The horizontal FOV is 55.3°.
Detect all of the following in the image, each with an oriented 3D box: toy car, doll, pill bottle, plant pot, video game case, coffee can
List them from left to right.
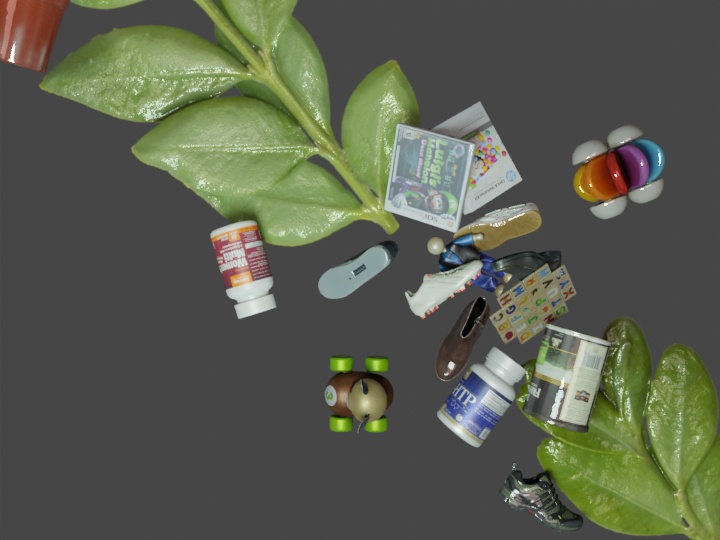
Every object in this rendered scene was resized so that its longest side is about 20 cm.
[{"bbox_3d":[-0.749,-0.552,1.507,0.199,0.201,0.197,17,99,1],"label":"plant pot"},{"bbox_3d":[-0.257,-0.003,1.534,0.108,0.110,0.202,-16,90,1],"label":"pill bottle"},{"bbox_3d":[-0.004,0.279,1.486,0.156,0.200,0.167,0,90,1],"label":"toy car"},{"bbox_3d":[0.147,-0.202,1.497,0.180,0.023,0.202,20,118,22],"label":"video game case"},{"bbox_3d":[0.241,-0.023,1.541,0.198,0.049,0.137,26,116,-3],"label":"doll"},{"bbox_3d":[0.272,0.275,1.521,0.119,0.120,0.201,36,91,1],"label":"pill bottle"},{"bbox_3d":[0.451,0.232,1.504,0.145,0.146,0.202,16,90,1],"label":"coffee can"},{"bbox_3d":[0.570,-0.219,1.494,0.198,0.150,0.177,-23,90,1],"label":"toy car"}]

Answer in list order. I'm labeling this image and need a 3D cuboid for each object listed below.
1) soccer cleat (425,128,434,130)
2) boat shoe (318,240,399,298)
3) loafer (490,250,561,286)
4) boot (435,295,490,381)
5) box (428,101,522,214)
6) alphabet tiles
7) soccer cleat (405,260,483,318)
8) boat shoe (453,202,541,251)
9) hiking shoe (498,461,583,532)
[{"bbox_3d":[0.184,-0.222,1.546,0.083,0.065,0.202,-16,90,-1],"label":"soccer cleat"},{"bbox_3d":[0.000,0.000,1.554,0.199,0.091,0.071,-29,89,28],"label":"boat shoe"},{"bbox_3d":[0.368,-0.002,1.500,0.198,0.073,0.073,-3,83,-30],"label":"loafer"},{"bbox_3d":[0.217,0.148,1.494,0.072,0.166,0.201,29,87,14],"label":"boot"},{"bbox_3d":[0.248,-0.249,1.524,0.155,0.041,0.201,-31,96,-20],"label":"box"},{"bbox_3d":[0.384,0.077,1.523,0.199,0.006,0.167,-35,128,1],"label":"alphabet tiles"},{"bbox_3d":[0.182,0.028,1.520,0.200,0.069,0.078,-39,84,28],"label":"soccer cleat"},{"bbox_3d":[0.306,-0.101,1.546,0.198,0.070,0.071,-15,122,18],"label":"boat shoe"},{"bbox_3d":[0.417,0.510,1.543,0.198,0.076,0.102,24,94,2],"label":"hiking shoe"}]
